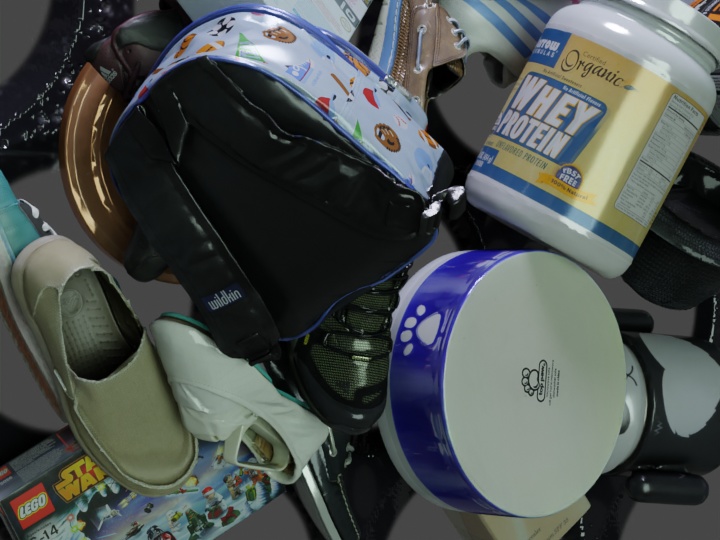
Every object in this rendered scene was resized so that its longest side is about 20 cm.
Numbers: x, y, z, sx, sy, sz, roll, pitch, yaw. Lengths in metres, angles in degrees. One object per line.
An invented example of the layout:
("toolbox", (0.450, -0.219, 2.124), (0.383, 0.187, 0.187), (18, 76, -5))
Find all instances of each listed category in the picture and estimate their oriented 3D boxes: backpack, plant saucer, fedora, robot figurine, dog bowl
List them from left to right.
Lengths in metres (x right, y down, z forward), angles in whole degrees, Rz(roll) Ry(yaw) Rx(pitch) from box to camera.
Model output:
("plant saucer", (-0.124, -0.089, 1.106), (0.198, 0.032, 0.203), (-3, 97, -27))
("backpack", (-0.055, -0.072, 0.942), (0.190, 0.155, 0.199), (39, 122, -23))
("dog bowl", (0.108, 0.084, 1.127), (0.199, 0.078, 0.203), (2, 87, -39))
("robot figurine", (0.244, 0.114, 1.272), (0.198, 0.150, 0.126), (5, 107, -28))
("fedora", (0.273, -0.028, 1.277), (0.199, 0.202, 0.092), (15, 124, -28))

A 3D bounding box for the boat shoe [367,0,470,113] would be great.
("boat shoe", (0.045, -0.162, 1.132), (0.072, 0.072, 0.202), (15, 79, 8))

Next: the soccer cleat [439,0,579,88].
("soccer cleat", (0.145, -0.193, 1.221), (0.198, 0.070, 0.087), (-1, 107, -23))

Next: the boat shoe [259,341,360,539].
("boat shoe", (-0.036, 0.127, 1.155), (0.060, 0.076, 0.202), (-28, 109, -16))

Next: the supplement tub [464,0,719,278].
("supplement tub", (0.183, -0.112, 1.144), (0.144, 0.145, 0.201), (26, 93, -28))

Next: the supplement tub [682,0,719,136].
("supplement tub", (0.334, -0.172, 1.241), (0.121, 0.199, 0.124), (-4, 98, -28))

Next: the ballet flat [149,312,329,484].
("ballet flat", (-0.084, 0.097, 1.026), (0.070, 0.069, 0.200), (-58, 143, -10))

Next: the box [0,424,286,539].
("box", (-0.160, 0.157, 1.096), (0.199, 0.040, 0.138), (-32, 124, -21))

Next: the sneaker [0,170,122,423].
("sneaker", (-0.218, 0.005, 1.050), (0.079, 0.071, 0.202), (-31, 117, -22))

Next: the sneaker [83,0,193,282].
("sneaker", (-0.152, -0.101, 1.039), (0.115, 0.075, 0.202), (27, 73, -22))

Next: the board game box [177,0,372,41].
("board game box", (-0.057, -0.232, 1.049), (0.148, 0.064, 0.201), (53, 39, -23))

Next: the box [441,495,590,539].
("box", (0.094, 0.142, 1.224), (0.095, 0.078, 0.201), (-42, 113, -17))

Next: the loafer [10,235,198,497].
("loafer", (-0.169, 0.071, 1.003), (0.075, 0.068, 0.201), (-36, 110, -20))

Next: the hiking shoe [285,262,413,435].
("hiking shoe", (-0.006, 0.011, 1.044), (0.075, 0.101, 0.202), (4, 70, -19))

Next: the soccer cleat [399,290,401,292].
("soccer cleat", (0.000, 0.000, 1.156), (0.085, 0.070, 0.202), (17, 79, -10))
